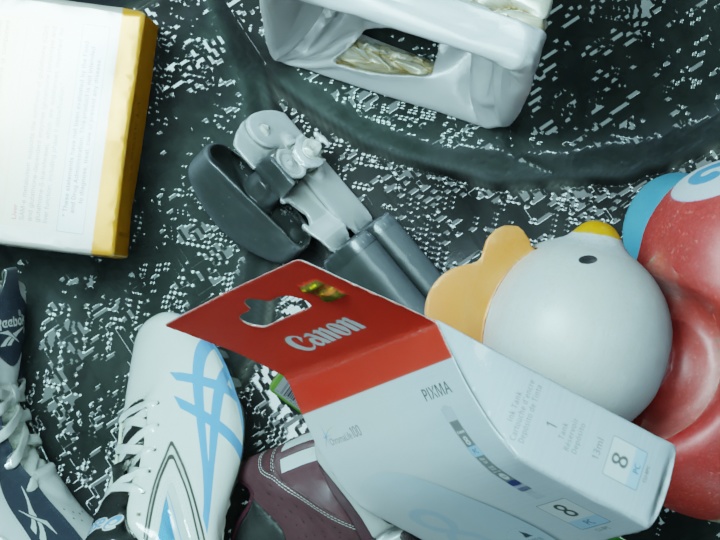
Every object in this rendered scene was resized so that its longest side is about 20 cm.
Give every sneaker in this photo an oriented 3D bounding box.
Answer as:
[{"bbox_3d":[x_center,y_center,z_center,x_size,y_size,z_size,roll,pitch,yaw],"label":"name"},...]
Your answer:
[{"bbox_3d":[0.004,0.161,1.500,0.115,0.076,0.200,-17,111,32],"label":"sneaker"},{"bbox_3d":[-0.182,0.069,1.490,0.199,0.079,0.130,32,99,11],"label":"sneaker"},{"bbox_3d":[-0.101,0.109,1.463,0.072,0.072,0.200,17,59,-34],"label":"sneaker"}]

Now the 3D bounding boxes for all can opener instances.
[{"bbox_3d":[0.000,0.000,1.508,0.200,0.053,0.066,46,125,3],"label":"can opener"}]

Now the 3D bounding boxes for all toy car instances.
[{"bbox_3d":[0.126,0.018,1.397,0.200,0.184,0.177,14,90,-27],"label":"toy car"}]

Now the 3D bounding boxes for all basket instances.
[{"bbox_3d":[0.033,-0.156,1.432,0.135,0.200,0.124,18,84,1],"label":"basket"}]

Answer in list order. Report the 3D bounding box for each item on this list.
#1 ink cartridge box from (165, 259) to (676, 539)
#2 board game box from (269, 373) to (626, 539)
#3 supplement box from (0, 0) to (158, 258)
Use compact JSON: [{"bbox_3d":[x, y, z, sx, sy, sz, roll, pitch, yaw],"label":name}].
[{"bbox_3d":[0.019,0.069,1.345,0.200,0.160,0.047,27,68,-19],"label":"ink cartridge box"},{"bbox_3d":[0.051,0.093,1.479,0.200,0.096,0.030,39,59,2],"label":"board game box"},{"bbox_3d":[-0.210,-0.079,1.495,0.199,0.074,0.126,8,90,1],"label":"supplement box"}]
